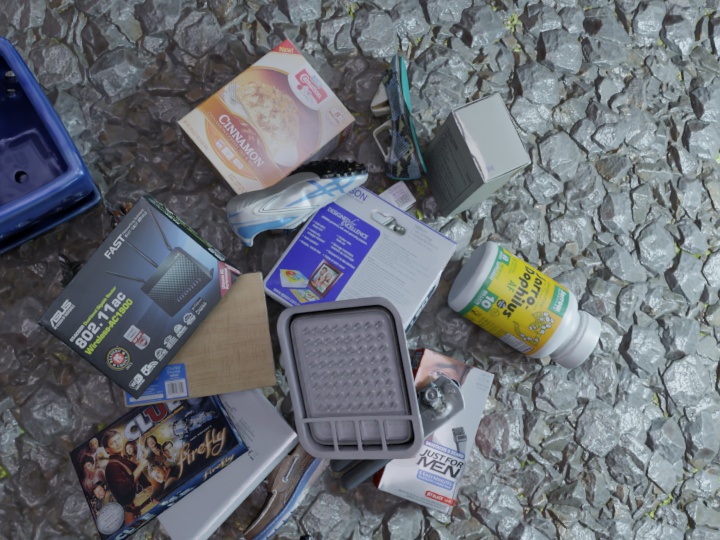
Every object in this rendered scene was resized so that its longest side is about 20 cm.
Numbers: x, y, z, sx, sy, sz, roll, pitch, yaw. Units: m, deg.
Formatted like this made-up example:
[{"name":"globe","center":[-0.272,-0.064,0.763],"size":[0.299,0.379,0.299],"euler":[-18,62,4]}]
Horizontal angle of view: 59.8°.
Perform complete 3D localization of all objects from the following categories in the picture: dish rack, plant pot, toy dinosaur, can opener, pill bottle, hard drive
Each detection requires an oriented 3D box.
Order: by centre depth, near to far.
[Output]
[{"name":"dish rack","center":[-0.009,0.132,0.780],"size":[0.170,0.043,0.202],"euler":[-7,99,24]},{"name":"plant pot","center":[-0.459,-0.135,0.794],"size":[0.199,0.180,0.201],"euler":[-31,88,-11]},{"name":"can opener","center":[0.053,0.213,0.828],"size":[0.199,0.067,0.054],"euler":[-38,73,5]},{"name":"hard drive","center":[-0.191,0.250,0.832],"size":[0.200,0.026,0.132],"euler":[-45,61,-10]},{"name":"toy dinosaur","center":[-0.329,0.010,0.843],"size":[0.134,0.102,0.202],"euler":[-5,61,-25]},{"name":"pill bottle","center":[0.236,0.055,0.899],"size":[0.199,0.113,0.113],"euler":[32,80,-3]}]

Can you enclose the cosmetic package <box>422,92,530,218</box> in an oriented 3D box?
[{"name":"cosmetic package","center":[0.150,-0.151,0.868],"size":[0.070,0.200,0.106],"euler":[-23,87,-10]}]

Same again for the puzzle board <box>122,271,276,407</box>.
[{"name":"puzzle board","center":[-0.217,0.089,0.819],"size":[0.198,0.017,0.153],"euler":[-8,94,-4]}]

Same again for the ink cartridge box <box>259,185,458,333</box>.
[{"name":"ink cartridge box","center":[0.000,0.000,0.848],"size":[0.197,0.043,0.201],"euler":[32,77,12]}]

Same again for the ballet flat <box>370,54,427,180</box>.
[{"name":"ballet flat","center":[0.048,-0.226,0.927],"size":[0.073,0.074,0.202],"euler":[-5,70,-8]}]

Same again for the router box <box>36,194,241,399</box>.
[{"name":"router box","center":[-0.265,0.031,0.768],"size":[0.150,0.062,0.200],"euler":[40,90,-9]}]

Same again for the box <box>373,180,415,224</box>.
[{"name":"box","center":[-0.010,-0.061,0.917],"size":[0.199,0.039,0.042],"euler":[-35,86,-10]}]

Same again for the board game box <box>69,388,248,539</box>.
[{"name":"board game box","center":[-0.264,0.236,0.816],"size":[0.199,0.035,0.136],"euler":[-35,59,-9]}]

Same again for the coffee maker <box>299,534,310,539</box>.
[{"name":"coffee maker","center":[0.033,0.436,0.813],"size":[0.198,0.135,0.194],"euler":[-8,83,-9]}]

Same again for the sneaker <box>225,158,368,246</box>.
[{"name":"sneaker","center":[-0.080,-0.094,0.840],"size":[0.198,0.072,0.073],"euler":[-23,123,-10]}]

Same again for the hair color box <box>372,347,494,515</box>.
[{"name":"hair color box","center":[0.102,0.223,0.885],"size":[0.110,0.064,0.202],"euler":[20,80,-3]}]

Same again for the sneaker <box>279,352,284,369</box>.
[{"name":"sneaker","center":[-0.035,0.068,0.891],"size":[0.199,0.075,0.089],"euler":[-28,72,-13]}]

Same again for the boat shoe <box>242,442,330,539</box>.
[{"name":"boat shoe","center":[-0.099,0.277,0.853],"size":[0.072,0.072,0.200],"euler":[39,70,3]}]

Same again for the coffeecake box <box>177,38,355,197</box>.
[{"name":"coffeecake box","center":[-0.132,-0.203,0.901],"size":[0.200,0.073,0.154],"euler":[-41,89,-11]}]
